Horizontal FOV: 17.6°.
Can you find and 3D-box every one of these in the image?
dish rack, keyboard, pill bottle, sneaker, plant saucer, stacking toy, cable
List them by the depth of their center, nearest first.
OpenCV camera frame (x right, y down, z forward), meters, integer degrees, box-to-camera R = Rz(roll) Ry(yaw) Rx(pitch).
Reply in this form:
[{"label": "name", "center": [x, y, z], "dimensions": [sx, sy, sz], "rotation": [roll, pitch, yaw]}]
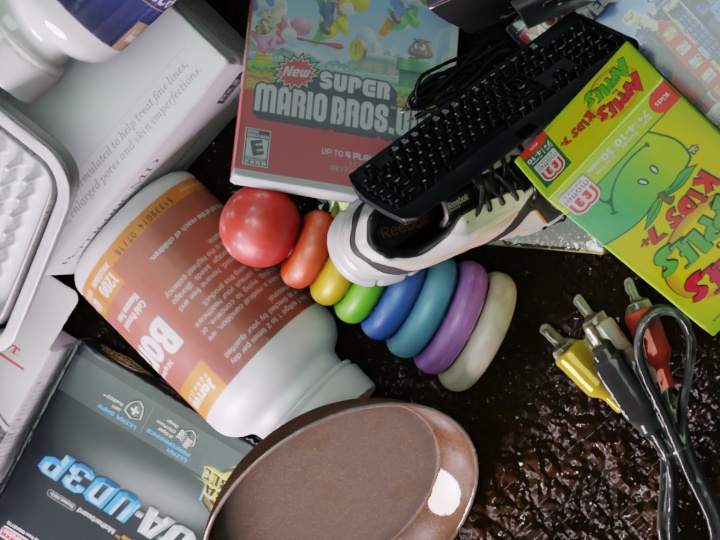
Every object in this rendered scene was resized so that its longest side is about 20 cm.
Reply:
[{"label": "pill bottle", "center": [-0.161, -0.200, 1.445], "dimensions": [0.200, 0.111, 0.111], "rotation": [-41, 83, 10]}, {"label": "keyboard", "center": [0.071, -0.109, 1.450], "dimensions": [0.199, 0.104, 0.040], "rotation": [-36, 125, -20]}, {"label": "sneaker", "center": [0.077, -0.046, 1.471], "dimensions": [0.199, 0.080, 0.074], "rotation": [-28, 90, -11]}, {"label": "dish rack", "center": [-0.270, -0.062, 1.501], "dimensions": [0.199, 0.043, 0.172], "rotation": [37, 126, 13]}, {"label": "stacking toy", "center": [0.000, 0.000, 1.532], "dimensions": [0.199, 0.085, 0.086], "rotation": [28, 97, -10]}, {"label": "plant saucer", "center": [-0.018, 0.154, 1.536], "dimensions": [0.200, 0.200, 0.035], "rotation": [-42, 47, 10]}, {"label": "cable", "center": [0.204, 0.100, 1.548], "dimensions": [0.097, 0.050, 0.201], "rotation": [-29, 95, 17]}, {"label": "pill bottle", "center": [-0.089, 0.038, 1.568], "dimensions": [0.200, 0.112, 0.112], "rotation": [44, 100, 8]}]

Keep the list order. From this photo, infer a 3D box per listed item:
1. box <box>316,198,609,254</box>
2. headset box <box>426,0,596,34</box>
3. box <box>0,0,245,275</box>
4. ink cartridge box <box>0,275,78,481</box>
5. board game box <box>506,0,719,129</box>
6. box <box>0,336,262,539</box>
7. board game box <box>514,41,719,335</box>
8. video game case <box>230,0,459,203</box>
[{"label": "box", "center": [0.071, -0.054, 1.563], "dimensions": [0.198, 0.050, 0.076], "rotation": [3, 91, 13]}, {"label": "headset box", "center": [0.101, -0.256, 1.486], "dimensions": [0.148, 0.075, 0.202], "rotation": [-21, 73, 22]}, {"label": "box", "center": [-0.202, -0.133, 1.580], "dimensions": [0.200, 0.131, 0.199], "rotation": [45, 100, 8]}, {"label": "ink cartridge box", "center": [-0.279, 0.072, 1.633], "dimensions": [0.116, 0.068, 0.201], "rotation": [32, 98, 9]}, {"label": "board game box", "center": [0.204, -0.189, 1.525], "dimensions": [0.200, 0.062, 0.200], "rotation": [-43, 81, 11]}, {"label": "box", "center": [-0.146, 0.163, 1.617], "dimensions": [0.199, 0.046, 0.160], "rotation": [31, 97, 9]}, {"label": "board game box", "center": [0.196, -0.048, 1.467], "dimensions": [0.102, 0.200, 0.048], "rotation": [-47, 43, 9]}, {"label": "video game case", "center": [-0.006, -0.142, 1.534], "dimensions": [0.142, 0.017, 0.202], "rotation": [9, 71, -11]}]
